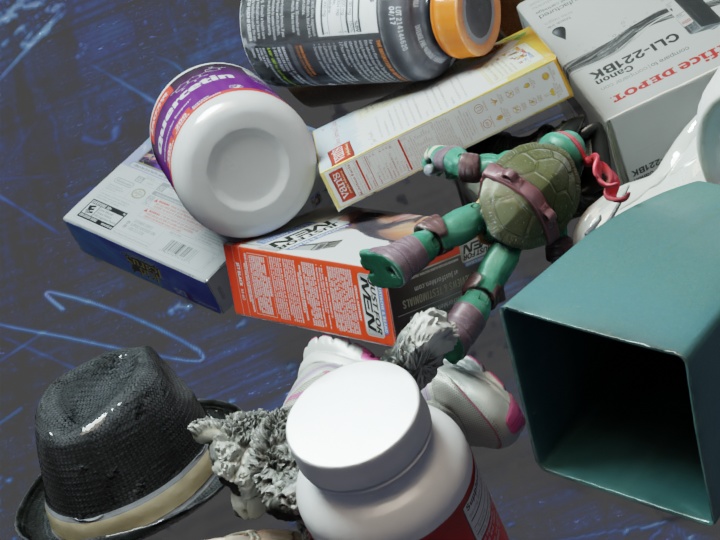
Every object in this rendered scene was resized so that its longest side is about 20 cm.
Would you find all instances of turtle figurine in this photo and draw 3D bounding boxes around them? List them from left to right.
[{"bbox_3d":[0.099,-0.039,1.300,0.150,0.101,0.200,42,65,10],"label":"turtle figurine"}]

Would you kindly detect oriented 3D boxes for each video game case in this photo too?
[{"bbox_3d":[-0.127,-0.063,1.618,0.199,0.046,0.181,22,59,42],"label":"video game case"}]

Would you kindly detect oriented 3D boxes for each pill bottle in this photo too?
[{"bbox_3d":[-0.107,-0.102,1.505,0.112,0.113,0.200,-29,20,-5],"label":"pill bottle"},{"bbox_3d":[0.011,-0.201,1.502,0.199,0.107,0.107,2,45,33],"label":"pill bottle"},{"bbox_3d":[0.027,0.155,1.170,0.111,0.201,0.113,-14,39,12],"label":"pill bottle"}]

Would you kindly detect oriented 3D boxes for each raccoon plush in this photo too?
[{"bbox_3d":[-0.023,0.091,1.274,0.200,0.097,0.134,-51,49,1],"label":"raccoon plush"}]

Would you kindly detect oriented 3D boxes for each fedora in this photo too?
[{"bbox_3d":[-0.173,0.116,1.362,0.199,0.092,0.201,-15,22,6],"label":"fedora"}]

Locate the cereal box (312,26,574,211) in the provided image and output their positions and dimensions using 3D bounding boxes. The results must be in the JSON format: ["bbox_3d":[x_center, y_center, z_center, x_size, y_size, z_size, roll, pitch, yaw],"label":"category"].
[{"bbox_3d":[0.060,-0.121,1.471,0.199,0.040,0.144,-26,17,5],"label":"cereal box"}]

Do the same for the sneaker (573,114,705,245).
[{"bbox_3d":[0.257,-0.053,1.403,0.200,0.075,0.088,-41,53,-9],"label":"sneaker"}]

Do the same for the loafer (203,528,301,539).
[{"bbox_3d":[-0.097,0.211,1.280,0.198,0.063,0.072,-13,40,14],"label":"loafer"}]

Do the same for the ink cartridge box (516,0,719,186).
[{"bbox_3d":[0.231,-0.166,1.518,0.143,0.084,0.200,-25,39,-2],"label":"ink cartridge box"}]

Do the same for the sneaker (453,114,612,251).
[{"bbox_3d":[0.129,-0.078,1.466,0.113,0.077,0.199,-22,19,-6],"label":"sneaker"}]

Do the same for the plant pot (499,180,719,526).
[{"bbox_3d":[0.216,0.037,1.263,0.141,0.142,0.200,15,44,38],"label":"plant pot"}]

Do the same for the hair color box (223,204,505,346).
[{"bbox_3d":[0.000,0.000,1.409,0.110,0.064,0.199,-21,20,-35],"label":"hair color box"}]

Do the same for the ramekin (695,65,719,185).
[{"bbox_3d":[0.319,-0.086,1.286,0.201,0.203,0.094,19,52,40],"label":"ramekin"}]

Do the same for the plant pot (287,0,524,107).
[{"bbox_3d":[0.019,-0.229,1.647,0.199,0.187,0.188,-27,36,21],"label":"plant pot"}]

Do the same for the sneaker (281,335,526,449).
[{"bbox_3d":[0.025,0.107,1.330,0.199,0.082,0.088,2,46,40],"label":"sneaker"}]
